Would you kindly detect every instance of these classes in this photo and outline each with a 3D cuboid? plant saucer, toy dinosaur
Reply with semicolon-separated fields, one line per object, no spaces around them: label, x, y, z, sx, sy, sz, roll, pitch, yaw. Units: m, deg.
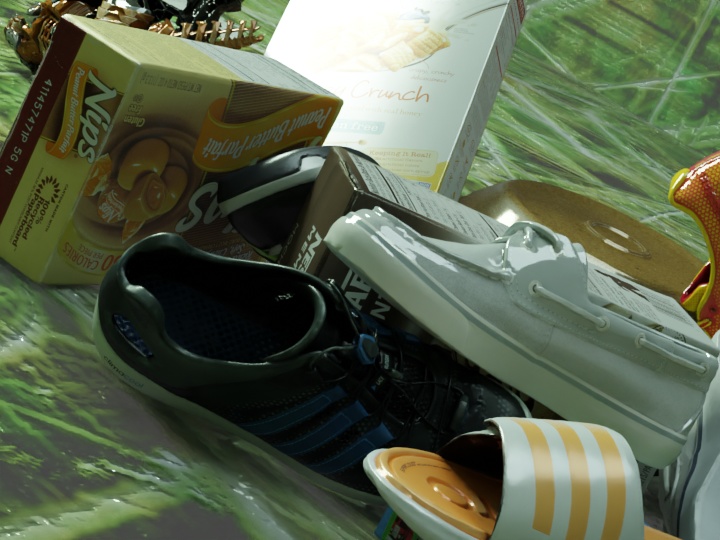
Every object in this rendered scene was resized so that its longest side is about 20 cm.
plant saucer;0.141;-0.004;1.141;0.199;0.036;0.200;23;17;-7
toy dinosaur;-0.139;-0.155;1.269;0.199;0.136;0.103;24;-31;22

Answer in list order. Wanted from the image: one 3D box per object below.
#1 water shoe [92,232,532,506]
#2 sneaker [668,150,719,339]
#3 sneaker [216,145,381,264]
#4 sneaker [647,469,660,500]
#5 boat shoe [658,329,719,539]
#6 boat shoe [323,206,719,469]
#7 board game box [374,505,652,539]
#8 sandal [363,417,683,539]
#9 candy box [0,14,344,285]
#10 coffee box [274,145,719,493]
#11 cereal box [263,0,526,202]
water shoe;-0.015;0.045;0.824;0.198;0.072;0.079;18;-24;-8
sneaker;0.218;0.027;1.072;0.073;0.077;0.201;-56;127;-66
sneaker;0.000;0.000;1.020;0.200;0.071;0.083;28;46;-56
sneaker;0.154;0.057;1.138;0.079;0.074;0.200;37;10;-15
boat shoe;0.177;0.112;0.977;0.072;0.066;0.201;23;41;-13
boat shoe;0.077;0.017;0.870;0.199;0.069;0.072;32;1;-17
board game box;0.117;0.156;0.788;0.151;0.037;0.200;16;18;-41
sandal;0.095;0.091;0.778;0.205;0.060;0.079;20;14;-26
candy box;-0.097;-0.054;0.989;0.055;0.116;0.200;33;14;23
coffee box;0.054;0.037;0.951;0.199;0.114;0.080;23;13;-17
cereal box;0.006;-0.105;1.174;0.143;0.040;0.201;5;50;20
